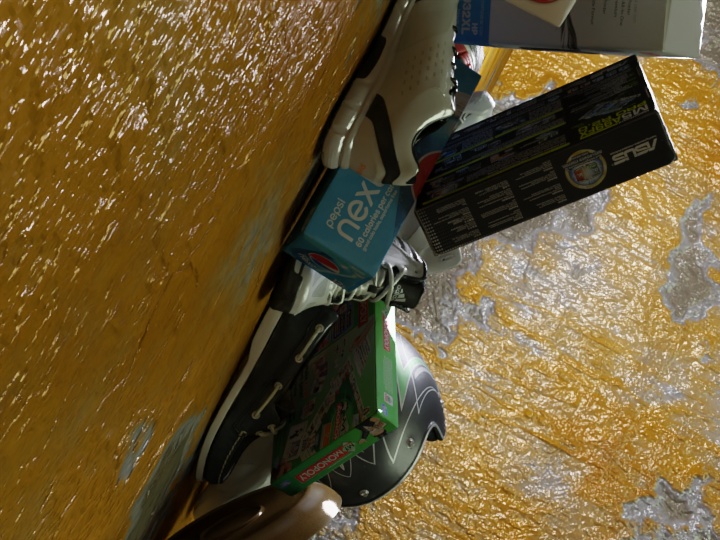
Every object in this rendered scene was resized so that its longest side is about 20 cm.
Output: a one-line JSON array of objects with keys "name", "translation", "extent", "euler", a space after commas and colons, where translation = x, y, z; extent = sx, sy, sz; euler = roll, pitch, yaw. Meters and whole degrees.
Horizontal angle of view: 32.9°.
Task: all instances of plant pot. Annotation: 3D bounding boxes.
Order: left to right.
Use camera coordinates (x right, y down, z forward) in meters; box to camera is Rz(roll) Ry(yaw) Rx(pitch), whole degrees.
[{"name": "plant pot", "translation": [-0.112, 0.237, 1.097], "extent": [0.199, 0.028, 0.200], "euler": [-24, -176, 2]}]

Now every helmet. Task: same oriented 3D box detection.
[{"name": "helmet", "translation": [-0.010, 0.148, 1.308], "extent": [0.201, 0.200, 0.191], "euler": [-64, 160, 9]}]

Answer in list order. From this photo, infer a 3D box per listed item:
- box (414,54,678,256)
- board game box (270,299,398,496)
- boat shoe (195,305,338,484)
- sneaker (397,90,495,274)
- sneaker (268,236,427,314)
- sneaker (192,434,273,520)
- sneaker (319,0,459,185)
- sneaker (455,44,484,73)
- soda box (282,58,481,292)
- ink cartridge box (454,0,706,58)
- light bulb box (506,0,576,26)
[{"name": "box", "translation": [0.145, -0.096, 0.987], "extent": [0.199, 0.044, 0.160], "euler": [-22, -159, 15]}, {"name": "board game box", "translation": [-0.024, 0.093, 1.117], "extent": [0.134, 0.029, 0.200], "euler": [-36, -147, 28]}, {"name": "boat shoe", "translation": [-0.084, 0.112, 1.084], "extent": [0.201, 0.060, 0.076], "euler": [-64, 176, 16]}, {"name": "sneaker", "translation": [0.075, -0.073, 1.170], "extent": [0.200, 0.115, 0.075], "euler": [-43, -170, 14]}, {"name": "sneaker", "translation": [0.000, 0.000, 1.051], "extent": [0.076, 0.115, 0.201], "euler": [-65, 175, 25]}, {"name": "sneaker", "translation": [-0.107, 0.181, 1.233], "extent": [0.075, 0.089, 0.200], "euler": [7, 136, -50]}, {"name": "sneaker", "translation": [0.045, -0.153, 0.920], "extent": [0.201, 0.080, 0.074], "euler": [-64, 174, -6]}, {"name": "sneaker", "translation": [0.090, -0.193, 1.225], "extent": [0.082, 0.078, 0.200], "euler": [-63, 176, -22]}, {"name": "soda box", "translation": [0.018, -0.087, 0.977], "extent": [0.200, 0.068, 0.064], "euler": [-61, -169, -19]}, {"name": "ink cartridge box", "translation": [0.192, -0.235, 1.081], "extent": [0.145, 0.199, 0.084], "euler": [-14, 110, -62]}, {"name": "light bulb box", "translation": [0.152, -0.317, 0.879], "extent": [0.200, 0.124, 0.199], "euler": [-56, 173, -52]}]
